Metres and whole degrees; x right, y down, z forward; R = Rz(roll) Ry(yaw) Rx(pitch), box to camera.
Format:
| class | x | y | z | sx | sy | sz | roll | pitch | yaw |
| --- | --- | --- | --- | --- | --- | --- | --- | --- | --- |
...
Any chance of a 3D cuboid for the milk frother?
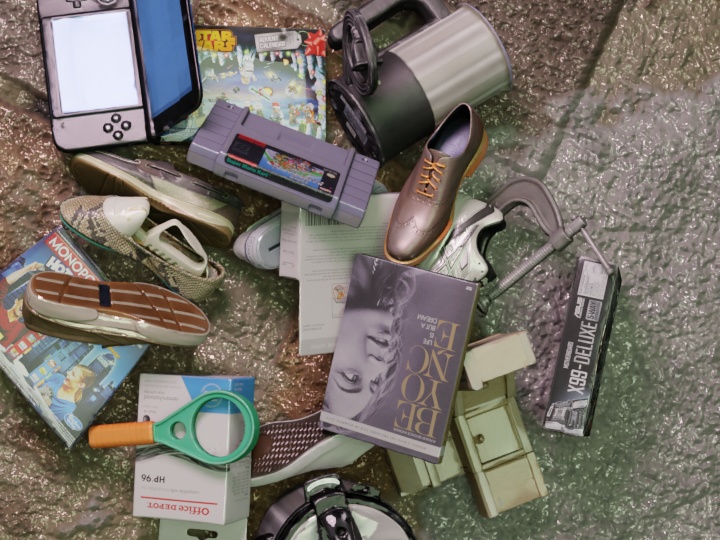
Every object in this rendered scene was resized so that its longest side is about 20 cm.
| class | x | y | z | sx | sy | sz | roll | pitch | yaw |
| --- | --- | --- | --- | --- | --- | --- | --- | --- | --- |
| milk frother | 0.065 | -0.236 | 1.472 | 0.188 | 0.200 | 0.181 | -32 | 102 | -11 |

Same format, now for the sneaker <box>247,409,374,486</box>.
| class | x | y | z | sx | sy | sz | roll | pitch | yaw |
| --- | --- | --- | --- | --- | --- | --- | --- | --- | --- |
| sneaker | -0.058 | 0.212 | 1.505 | 0.200 | 0.085 | 0.073 | -21 | 49 | 6 |

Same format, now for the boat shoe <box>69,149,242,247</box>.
| class | x | y | z | sx | sy | sz | roll | pitch | yaw |
| --- | --- | --- | --- | --- | --- | --- | --- | --- | --- |
| boat shoe | -0.229 | -0.092 | 1.482 | 0.200 | 0.073 | 0.065 | 27 | 59 | -3 |

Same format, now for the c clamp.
| class | x | y | z | sx | sy | sz | roll | pitch | yaw |
| --- | --- | --- | --- | --- | --- | --- | --- | --- | --- |
| c clamp | 0.174 | -0.018 | 1.504 | 0.200 | 0.027 | 0.171 | -36 | 58 | 27 |

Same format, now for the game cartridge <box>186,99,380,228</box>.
| class | x | y | z | sx | sy | sz | roll | pitch | yaw |
| --- | --- | --- | --- | --- | --- | --- | --- | --- | --- |
| game cartridge | -0.081 | -0.119 | 1.431 | 0.200 | 0.130 | 0.038 | 21 | 116 | -4 |

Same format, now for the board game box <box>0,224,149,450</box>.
| class | x | y | z | sx | sy | sz | roll | pitch | yaw |
| --- | --- | --- | --- | --- | --- | --- | --- | --- | --- |
| board game box | -0.309 | 0.059 | 1.460 | 0.200 | 0.062 | 0.200 | -39 | 96 | -11 |

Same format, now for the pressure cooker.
| class | x | y | z | sx | sy | sz | roll | pitch | yaw |
| --- | --- | --- | --- | --- | --- | --- | --- | --- | --- |
| pressure cooker | -0.024 | 0.320 | 1.441 | 0.176 | 0.200 | 0.179 | 32 | 83 | -10 |

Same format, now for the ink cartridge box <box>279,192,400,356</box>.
| class | x | y | z | sx | sy | sz | roll | pitch | yaw |
| --- | --- | --- | --- | --- | --- | --- | --- | --- | --- |
| ink cartridge box | 0.000 | 0.000 | 1.494 | 0.200 | 0.045 | 0.177 | -3 | 98 | -37 |

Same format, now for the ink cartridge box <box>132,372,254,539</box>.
| class | x | y | z | sx | sy | sz | roll | pitch | yaw |
| --- | --- | --- | --- | --- | --- | --- | --- | --- | --- |
| ink cartridge box | -0.186 | 0.216 | 1.455 | 0.116 | 0.068 | 0.201 | 1 | 88 | 19 |

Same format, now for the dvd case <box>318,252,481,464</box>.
| class | x | y | z | sx | sy | sz | roll | pitch | yaw |
| --- | --- | --- | --- | --- | --- | --- | --- | --- | --- |
| dvd case | 0.041 | 0.094 | 1.422 | 0.148 | 0.016 | 0.201 | 14 | 96 | 24 |

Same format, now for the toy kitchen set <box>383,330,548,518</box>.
| class | x | y | z | sx | sy | sz | roll | pitch | yaw |
| --- | --- | --- | --- | --- | --- | --- | --- | --- | --- |
| toy kitchen set | 0.122 | 0.191 | 1.484 | 0.163 | 0.180 | 0.201 | -19 | 88 | -11 |

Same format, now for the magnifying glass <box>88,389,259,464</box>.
| class | x | y | z | sx | sy | sz | roll | pitch | yaw |
| --- | --- | --- | --- | --- | --- | --- | --- | --- | --- |
| magnifying glass | -0.203 | 0.174 | 1.416 | 0.199 | 0.022 | 0.080 | -7 | 84 | 20 |

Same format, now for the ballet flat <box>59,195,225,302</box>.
| class | x | y | z | sx | sy | sz | roll | pitch | yaw |
| --- | --- | --- | --- | --- | --- | --- | --- | --- | --- |
| ballet flat | -0.233 | -0.038 | 1.452 | 0.200 | 0.068 | 0.075 | 35 | 126 | -24 |

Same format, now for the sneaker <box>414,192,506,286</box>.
| class | x | y | z | sx | sy | sz | roll | pitch | yaw |
| --- | --- | --- | --- | --- | --- | --- | --- | --- | --- |
| sneaker | 0.106 | 0.011 | 1.481 | 0.087 | 0.076 | 0.201 | 16 | 84 | 17 |

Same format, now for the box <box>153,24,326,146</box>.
| class | x | y | z | sx | sy | sz | roll | pitch | yaw |
| --- | --- | --- | --- | --- | --- | --- | --- | --- | --- |
| box | -0.140 | -0.212 | 1.514 | 0.199 | 0.040 | 0.137 | -1 | 88 | -11 |

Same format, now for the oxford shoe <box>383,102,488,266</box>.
| class | x | y | z | sx | sy | sz | roll | pitch | yaw |
| --- | --- | --- | --- | --- | --- | --- | --- | --- | --- |
| oxford shoe | 0.076 | -0.098 | 1.455 | 0.071 | 0.073 | 0.200 | 19 | 70 | 20 |

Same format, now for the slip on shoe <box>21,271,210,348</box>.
| class | x | y | z | sx | sy | sz | roll | pitch | yaw |
| --- | --- | --- | --- | --- | --- | --- | --- | --- | --- |
| slip on shoe | -0.264 | 0.055 | 1.411 | 0.199 | 0.076 | 0.061 | 10 | 126 | -19 |

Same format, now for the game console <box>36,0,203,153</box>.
| class | x | y | z | sx | sy | sz | roll | pitch | yaw |
| --- | --- | --- | --- | --- | --- | --- | --- | --- | --- |
| game console | -0.266 | -0.246 | 1.427 | 0.170 | 0.118 | 0.201 | -8 | 78 | -7 |

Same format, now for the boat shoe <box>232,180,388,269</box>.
| class | x | y | z | sx | sy | sz | roll | pitch | yaw |
| --- | --- | --- | --- | --- | --- | --- | --- | --- | --- |
| boat shoe | -0.060 | -0.061 | 1.510 | 0.200 | 0.067 | 0.074 | -22 | 110 | -33 |

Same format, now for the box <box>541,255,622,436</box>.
| class | x | y | z | sx | sy | sz | roll | pitch | yaw |
| --- | --- | --- | --- | --- | --- | --- | --- | --- | --- |
| box | 0.262 | 0.092 | 1.527 | 0.050 | 0.158 | 0.201 | 11 | 86 | 14 |
